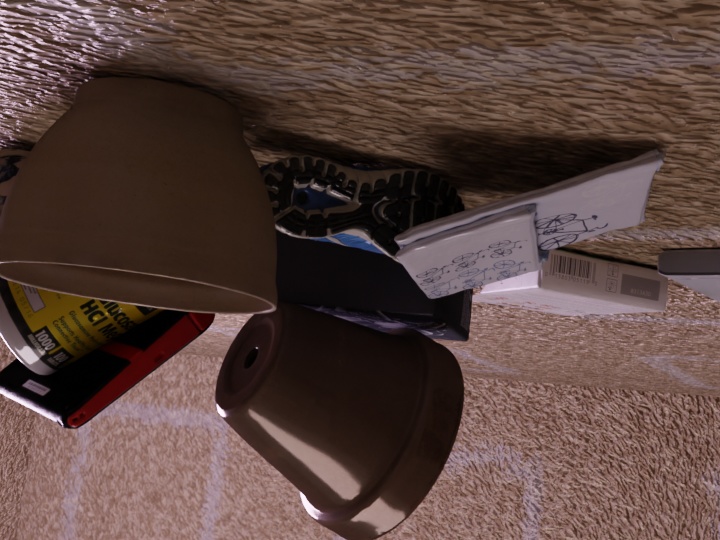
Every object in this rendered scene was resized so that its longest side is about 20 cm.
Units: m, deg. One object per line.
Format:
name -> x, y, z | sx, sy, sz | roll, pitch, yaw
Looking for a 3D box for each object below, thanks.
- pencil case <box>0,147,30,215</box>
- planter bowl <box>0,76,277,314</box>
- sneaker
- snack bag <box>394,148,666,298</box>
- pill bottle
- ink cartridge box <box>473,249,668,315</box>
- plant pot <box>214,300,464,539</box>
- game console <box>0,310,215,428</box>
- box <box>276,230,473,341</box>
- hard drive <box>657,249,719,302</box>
pencil case -> -0.330, -0.058, 1.030 | 0.078, 0.090, 0.199 | 42, 159, -18
planter bowl -> -0.148, -0.052, 0.784 | 0.196, 0.137, 0.200 | 6, 170, 1
sneaker -> -0.003, -0.055, 0.913 | 0.197, 0.080, 0.089 | 14, -176, -28
snack bag -> 0.130, -0.028, 0.852 | 0.197, 0.022, 0.189 | -18, 166, 6
pill bottle -> -0.225, -0.001, 1.008 | 0.198, 0.114, 0.112 | -29, 168, 1
ink cartridge box -> 0.217, 0.016, 1.249 | 0.158, 0.051, 0.199 | 10, 174, -21
plant pot -> -0.032, 0.118, 1.017 | 0.173, 0.203, 0.199 | 32, 160, -26
game console -> -0.241, 0.073, 1.058 | 0.199, 0.177, 0.031 | 7, 134, 53
box -> 0.000, 0.000, 1.101 | 0.196, 0.106, 0.182 | 4, 169, 17
hard drive -> 0.399, 0.011, 1.130 | 0.130, 0.027, 0.199 | 0, 169, 38
